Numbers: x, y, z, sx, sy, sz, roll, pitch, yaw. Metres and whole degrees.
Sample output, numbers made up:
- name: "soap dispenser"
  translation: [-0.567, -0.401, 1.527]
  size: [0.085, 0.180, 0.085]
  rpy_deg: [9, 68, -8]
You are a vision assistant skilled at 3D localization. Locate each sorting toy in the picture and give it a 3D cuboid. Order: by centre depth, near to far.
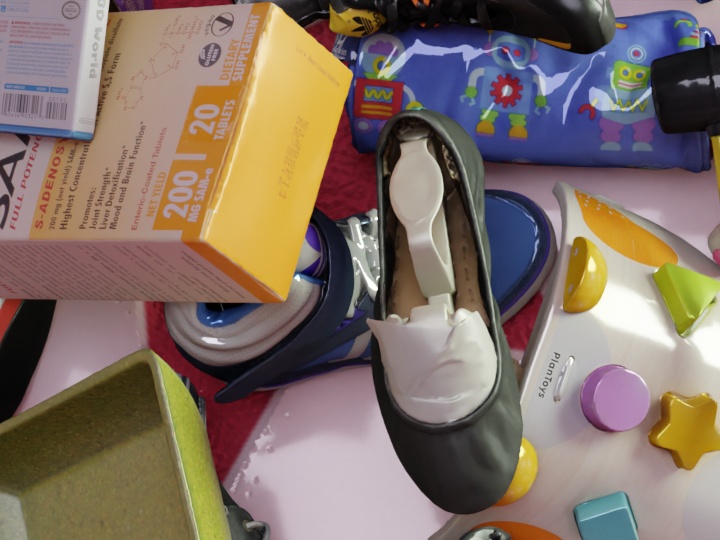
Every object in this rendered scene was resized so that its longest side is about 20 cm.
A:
- name: "sorting toy"
  translation: [0.155, 0.077, 1.377]
  size: [0.180, 0.107, 0.200]
  rpy_deg: [20, 85, -10]

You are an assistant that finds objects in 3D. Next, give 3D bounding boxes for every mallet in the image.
- name: "mallet"
  translation: [0.172, -0.014, 1.346]
  size: [0.066, 0.041, 0.200]
  rpy_deg: [-1, 78, 15]

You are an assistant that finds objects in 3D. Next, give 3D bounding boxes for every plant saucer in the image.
- name: "plant saucer"
  translation: [-0.119, 0.159, 1.347]
  size: [0.200, 0.048, 0.200]
  rpy_deg: [-27, 71, 44]

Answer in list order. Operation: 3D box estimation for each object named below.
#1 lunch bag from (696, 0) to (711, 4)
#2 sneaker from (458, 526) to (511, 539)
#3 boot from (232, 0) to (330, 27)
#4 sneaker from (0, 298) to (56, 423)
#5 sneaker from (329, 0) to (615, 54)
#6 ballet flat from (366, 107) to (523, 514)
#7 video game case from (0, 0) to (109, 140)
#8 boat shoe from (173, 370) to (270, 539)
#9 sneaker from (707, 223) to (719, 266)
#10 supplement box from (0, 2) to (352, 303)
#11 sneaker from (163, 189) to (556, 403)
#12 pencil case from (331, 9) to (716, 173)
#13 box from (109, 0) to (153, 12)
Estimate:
- name: "lunch bag"
  translation: [0.198, -0.231, 1.394]
  size: [0.136, 0.200, 0.132]
  rpy_deg: [-37, 77, -9]
- name: "sneaker"
  translation: [0.080, 0.220, 1.361]
  size: [0.066, 0.090, 0.200]
  rpy_deg: [-36, 97, -41]
- name: "boot"
  translation: [-0.009, -0.222, 1.485]
  size: [0.174, 0.069, 0.200]
  rpy_deg: [-13, 76, 3]
- name: "sneaker"
  translation: [-0.212, -0.010, 1.456]
  size: [0.108, 0.067, 0.202]
  rpy_deg: [13, 74, 11]
- name: "sneaker"
  translation: [0.031, -0.141, 1.389]
  size: [0.200, 0.070, 0.090]
  rpy_deg: [31, 74, 26]
- name: "ballet flat"
  translation: [0.031, 0.014, 1.310]
  size: [0.068, 0.068, 0.200]
  rpy_deg: [-12, 68, 10]
- name: "video game case"
  translation: [-0.173, -0.167, 1.339]
  size: [0.143, 0.018, 0.200]
  rpy_deg: [7, 91, 37]
- name: "boat shoe"
  translation: [-0.074, 0.148, 1.402]
  size: [0.071, 0.072, 0.200]
  rpy_deg: [-5, 85, -2]
- name: "sneaker"
  translation: [0.223, -0.088, 1.413]
  size: [0.088, 0.081, 0.200]
  rpy_deg: [32, 73, 4]
- name: "supplement box"
  translation: [-0.116, -0.055, 1.345]
  size: [0.200, 0.074, 0.126]
  rpy_deg: [0, 65, 37]
- name: "sneaker"
  translation: [0.000, 0.000, 1.384]
  size: [0.200, 0.146, 0.081]
  rpy_deg: [-19, 74, 2]
- name: "pencil case"
  translation: [0.088, -0.097, 1.434]
  size: [0.200, 0.078, 0.087]
  rpy_deg: [4, 98, 7]
- name: "box"
  translation: [-0.219, -0.155, 1.457]
  size: [0.200, 0.137, 0.039]
  rpy_deg: [3, 74, 8]
